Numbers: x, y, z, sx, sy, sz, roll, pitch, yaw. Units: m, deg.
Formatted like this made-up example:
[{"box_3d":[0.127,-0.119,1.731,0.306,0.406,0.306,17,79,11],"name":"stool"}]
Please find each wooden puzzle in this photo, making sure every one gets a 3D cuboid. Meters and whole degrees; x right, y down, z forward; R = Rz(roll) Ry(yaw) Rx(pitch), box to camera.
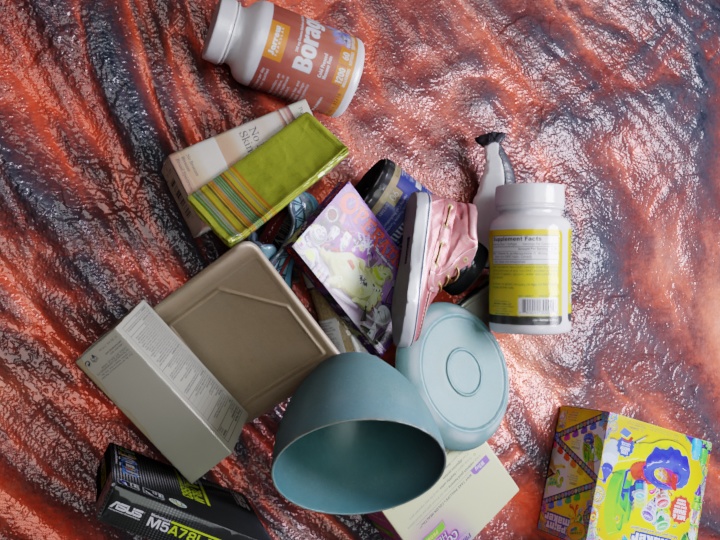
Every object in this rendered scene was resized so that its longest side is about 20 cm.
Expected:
[{"box_3d":[-0.142,0.081,0.978,0.200,0.184,0.037,51,25,-13],"name":"wooden puzzle"}]

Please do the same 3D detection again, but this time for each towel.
[{"box_3d":[-0.112,-0.117,0.961,0.200,0.018,0.086,-41,75,-20],"name":"towel"}]

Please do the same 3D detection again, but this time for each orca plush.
[{"box_3d":[0.199,-0.104,1.187,0.104,0.071,0.202,-13,84,22],"name":"orca plush"}]

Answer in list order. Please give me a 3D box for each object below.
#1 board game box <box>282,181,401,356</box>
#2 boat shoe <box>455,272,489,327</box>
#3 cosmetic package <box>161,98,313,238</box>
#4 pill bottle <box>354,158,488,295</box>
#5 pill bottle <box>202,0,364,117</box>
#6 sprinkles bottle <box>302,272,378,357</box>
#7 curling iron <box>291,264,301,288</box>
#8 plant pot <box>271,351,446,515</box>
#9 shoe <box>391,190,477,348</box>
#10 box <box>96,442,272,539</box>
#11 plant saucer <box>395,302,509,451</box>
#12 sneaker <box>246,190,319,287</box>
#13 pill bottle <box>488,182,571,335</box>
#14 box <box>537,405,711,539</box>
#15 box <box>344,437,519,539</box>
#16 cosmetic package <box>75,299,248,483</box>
[{"box_3d":[0.000,0.000,1.010,0.200,0.032,0.120,51,60,-26],"name":"board game box"},{"box_3d":[0.210,0.040,1.164,0.199,0.062,0.075,-33,100,-19],"name":"boat shoe"},{"box_3d":[-0.146,-0.134,1.022,0.199,0.087,0.104,-29,94,-22],"name":"cosmetic package"},{"box_3d":[0.078,-0.055,1.092,0.199,0.112,0.112,36,73,-15],"name":"pill bottle"},{"box_3d":[-0.103,-0.288,1.041,0.198,0.112,0.113,16,79,-20],"name":"pill bottle"},{"box_3d":[-0.019,0.083,1.063,0.068,0.068,0.202,-18,92,-22],"name":"sprinkles bottle"},{"box_3d":[-0.117,0.079,1.045,0.049,0.026,0.202,13,81,-16],"name":"curling iron"},{"box_3d":[-0.006,0.178,0.923,0.198,0.201,0.136,15,42,-20],"name":"plant pot"},{"box_3d":[0.097,0.003,1.004,0.090,0.071,0.203,9,84,-13],"name":"shoe"},{"box_3d":[-0.206,0.271,0.898,0.192,0.200,0.048,25,83,-17],"name":"box"},{"box_3d":[0.133,0.138,1.047,0.199,0.027,0.202,14,66,-33],"name":"plant saucer"},{"box_3d":[-0.126,-0.016,0.994,0.079,0.095,0.202,22,90,20],"name":"sneaker"},{"box_3d":[0.234,-0.016,1.078,0.113,0.114,0.203,1,90,-22],"name":"pill bottle"},{"box_3d":[0.398,0.326,1.181,0.198,0.122,0.195,17,80,-19],"name":"box"},{"box_3d":[0.084,0.277,1.071,0.176,0.097,0.201,-39,99,-21],"name":"box"},{"box_3d":[-0.234,0.143,0.943,0.073,0.104,0.201,-37,100,13],"name":"cosmetic package"}]
